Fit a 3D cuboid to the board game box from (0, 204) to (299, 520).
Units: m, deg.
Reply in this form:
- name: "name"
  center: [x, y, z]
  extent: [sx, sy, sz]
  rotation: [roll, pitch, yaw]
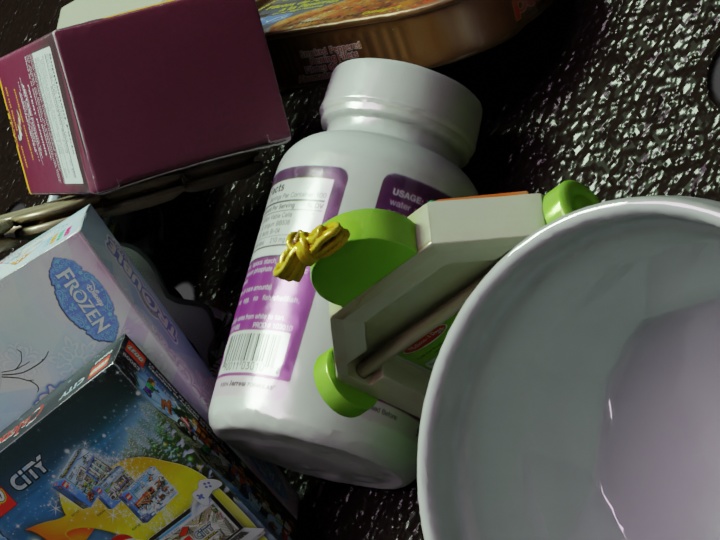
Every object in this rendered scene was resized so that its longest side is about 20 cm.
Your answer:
- name: "board game box"
  center: [-0.167, 0.099, 0.978]
  extent: [0.198, 0.201, 0.043]
  rotation: [-29, 18, 14]

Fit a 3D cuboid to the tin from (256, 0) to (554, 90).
- name: "tin"
  center: [0.014, -0.140, 1.010]
  extent: [0.199, 0.042, 0.112]
  rotation: [-3, 31, 39]

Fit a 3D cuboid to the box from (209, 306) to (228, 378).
- name: "box"
  center: [-0.111, 0.120, 1.071]
  extent: [0.039, 0.041, 0.201]
  rotation: [1, 69, 50]

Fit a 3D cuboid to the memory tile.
- name: "memory tile"
  center: [-0.162, -0.033, 1.043]
  extent: [0.153, 0.199, 0.017]
  rotation: [-4, 102, 63]

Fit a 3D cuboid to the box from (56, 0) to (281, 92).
- name: "box"
  center: [-0.111, -0.151, 1.197]
  extent: [0.199, 0.095, 0.078]
  rotation: [-20, 54, 47]

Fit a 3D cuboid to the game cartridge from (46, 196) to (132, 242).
- name: "game cartridge"
  center: [-0.186, 0.003, 1.186]
  extent: [0.133, 0.041, 0.202]
  rotation: [113, 174, -76]

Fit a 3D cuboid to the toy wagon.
- name: "toy wagon"
  center: [0.048, 0.016, 0.788]
  extent: [0.155, 0.199, 0.040]
  rotation: [-36, 41, 34]

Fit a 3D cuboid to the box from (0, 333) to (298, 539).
- name: "box"
  center: [-0.150, 0.145, 0.951]
  extent: [0.200, 0.137, 0.038]
  rotation: [-37, 14, 15]

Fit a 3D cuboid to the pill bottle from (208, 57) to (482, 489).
- name: "pill bottle"
  center: [0.000, 0.000, 0.941]
  extent: [0.112, 0.112, 0.202]
  rotation: [-4, 65, 51]

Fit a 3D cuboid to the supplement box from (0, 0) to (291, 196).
- name: "supplement box"
  center: [-0.125, -0.095, 1.016]
  extent: [0.200, 0.110, 0.086]
  rotation: [-175, 69, -70]

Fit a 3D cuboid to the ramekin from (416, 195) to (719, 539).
- name: "ramekin"
  center: [0.128, 0.074, 0.683]
  extent: [0.199, 0.105, 0.202]
  rotation: [-1, 89, 38]

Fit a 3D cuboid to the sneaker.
- name: "sneaker"
  center: [-0.161, 0.017, 1.068]
  extent: [0.199, 0.078, 0.141]
  rotation: [24, 76, 16]
